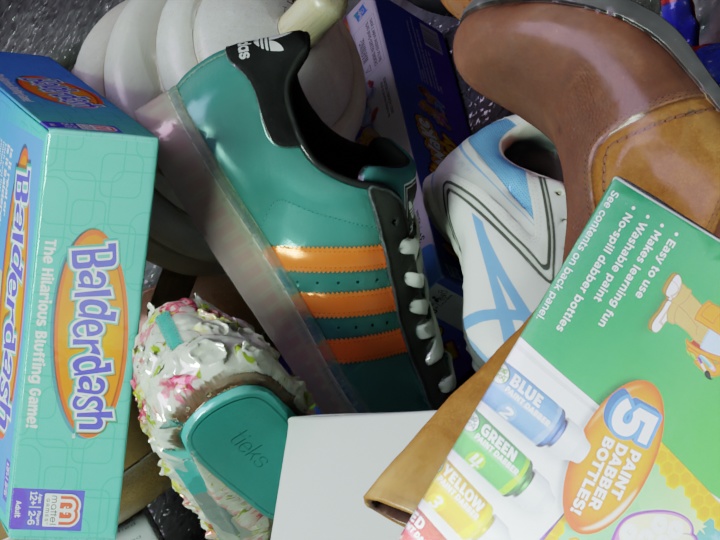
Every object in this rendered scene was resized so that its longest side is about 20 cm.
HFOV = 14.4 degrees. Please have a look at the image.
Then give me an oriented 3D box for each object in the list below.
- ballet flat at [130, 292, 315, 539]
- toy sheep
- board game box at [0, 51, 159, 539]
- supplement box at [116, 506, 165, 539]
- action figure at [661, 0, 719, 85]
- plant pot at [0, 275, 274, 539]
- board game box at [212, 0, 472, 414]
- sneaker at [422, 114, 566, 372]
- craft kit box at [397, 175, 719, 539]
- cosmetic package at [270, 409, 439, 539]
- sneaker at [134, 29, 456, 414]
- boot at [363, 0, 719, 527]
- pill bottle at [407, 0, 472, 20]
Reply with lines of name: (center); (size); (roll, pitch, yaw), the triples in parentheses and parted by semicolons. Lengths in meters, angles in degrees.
ballet flat: (-0.034, 0.076, 1.071); (0.075, 0.200, 0.064); (-28, 50, -6)
toy sheep: (-0.061, -0.061, 1.191); (0.200, 0.137, 0.139); (-33, 40, 46)
board game box: (-0.128, 0.003, 1.114); (0.200, 0.045, 0.153); (-142, 58, -68)
supplement box: (-0.092, 0.181, 1.088); (0.103, 0.102, 0.200); (-28, 20, -6)
action figure: (0.135, -0.100, 1.049); (0.200, 0.065, 0.100); (-15, 92, 53)
plant pot: (-0.115, 0.068, 1.195); (0.199, 0.028, 0.200); (-29, 19, 11)
board game box: (-0.007, -0.010, 1.237); (0.134, 0.045, 0.201); (-46, 33, 25)
sneaker: (0.076, 0.007, 1.073); (0.072, 0.072, 0.200); (-42, 37, 17)
craft kit box: (0.109, 0.106, 0.860); (0.197, 0.048, 0.201); (32, 94, 21)
cosmetic package: (0.015, 0.159, 0.981); (0.084, 0.108, 0.201); (-5, 55, 20)
sneaker: (0.000, 0.000, 1.094); (0.080, 0.200, 0.071); (-33, 16, 7)
boot: (0.066, 0.010, 0.983); (0.188, 0.069, 0.200); (31, 70, 19)
pill bottle: (0.039, -0.180, 1.247); (0.106, 0.106, 0.200); (-51, 31, 17)
